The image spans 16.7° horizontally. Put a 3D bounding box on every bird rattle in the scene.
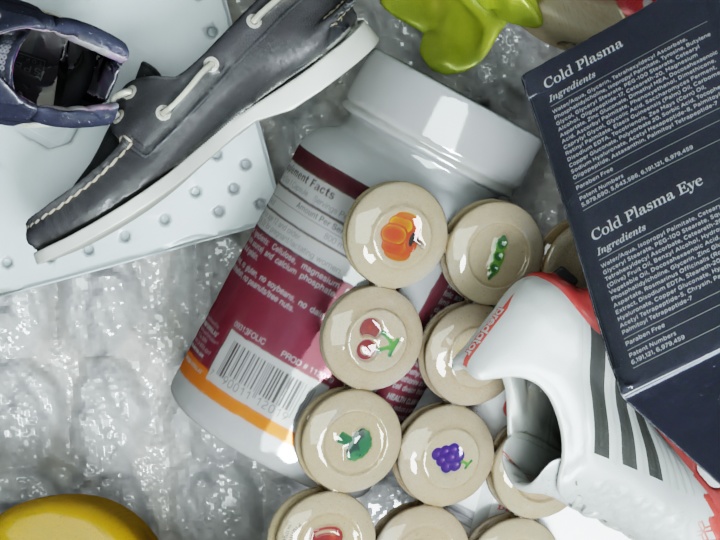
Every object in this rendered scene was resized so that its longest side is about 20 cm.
[{"bbox_3d":[0.119,-0.152,1.205,0.200,0.113,0.163,17,79,-9],"label":"bird rattle"}]

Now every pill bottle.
[{"bbox_3d":[0.000,0.000,1.207,0.114,0.114,0.200,29,95,-6],"label":"pill bottle"}]

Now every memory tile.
[{"bbox_3d":[0.046,0.063,1.162,0.153,0.017,0.200,11,96,-22],"label":"memory tile"}]

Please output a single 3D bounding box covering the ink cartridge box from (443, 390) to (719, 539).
[{"bbox_3d":[0.101,0.149,1.247,0.146,0.083,0.200,14,96,-4],"label":"ink cartridge box"}]

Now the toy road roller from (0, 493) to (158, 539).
[{"bbox_3d":[-0.101,0.167,1.224,0.200,0.123,0.146,-23,87,1],"label":"toy road roller"}]

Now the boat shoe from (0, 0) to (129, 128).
[{"bbox_3d":[-0.201,-0.109,1.129,0.200,0.093,0.075,8,92,-33],"label":"boat shoe"}]

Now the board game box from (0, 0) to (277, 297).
[{"bbox_3d":[-0.160,-0.097,1.231,0.200,0.026,0.200,-15,98,-1],"label":"board game box"}]

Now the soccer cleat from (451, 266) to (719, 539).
[{"bbox_3d":[0.113,0.091,1.146,0.085,0.069,0.200,-39,115,-18],"label":"soccer cleat"}]

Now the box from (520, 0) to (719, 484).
[{"bbox_3d":[0.181,0.000,1.126,0.104,0.200,0.182,-28,53,18],"label":"box"}]

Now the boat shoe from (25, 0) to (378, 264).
[{"bbox_3d":[-0.086,-0.078,1.188,0.200,0.074,0.060,-36,98,-1],"label":"boat shoe"}]
